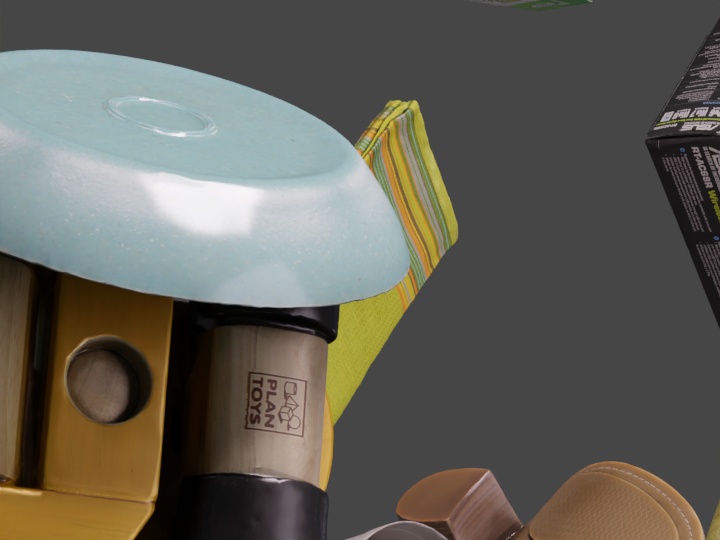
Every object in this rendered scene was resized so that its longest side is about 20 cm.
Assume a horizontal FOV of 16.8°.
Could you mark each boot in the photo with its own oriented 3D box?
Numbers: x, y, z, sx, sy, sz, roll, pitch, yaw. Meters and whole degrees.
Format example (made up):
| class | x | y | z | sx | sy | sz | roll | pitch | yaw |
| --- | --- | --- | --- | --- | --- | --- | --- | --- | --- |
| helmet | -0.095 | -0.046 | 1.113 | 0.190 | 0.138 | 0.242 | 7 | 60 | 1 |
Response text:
| class | x | y | z | sx | sy | sz | roll | pitch | yaw |
| --- | --- | --- | --- | --- | --- | --- | --- | --- | --- |
| boot | 0.117 | 0.171 | 1.172 | 0.074 | 0.200 | 0.155 | -41 | 114 | -26 |

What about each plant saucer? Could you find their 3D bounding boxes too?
| class | x | y | z | sx | sy | sz | roll | pitch | yaw |
| --- | --- | --- | --- | --- | --- | --- | --- | --- | --- |
| plant saucer | -0.075 | -0.041 | 0.878 | 0.200 | 0.200 | 0.036 | -19 | 127 | -61 |

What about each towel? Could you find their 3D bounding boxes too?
| class | x | y | z | sx | sy | sz | roll | pitch | yaw |
| --- | --- | --- | --- | --- | --- | --- | --- | --- | --- |
| towel | 0.000 | 0.000 | 1.185 | 0.200 | 0.018 | 0.086 | -56 | 130 | -50 |

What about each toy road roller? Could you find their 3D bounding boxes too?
| class | x | y | z | sx | sy | sz | roll | pitch | yaw |
| --- | --- | --- | --- | --- | --- | --- | --- | --- | --- |
| toy road roller | -0.106 | 0.057 | 0.908 | 0.200 | 0.146 | 0.123 | 10 | 71 | -21 |

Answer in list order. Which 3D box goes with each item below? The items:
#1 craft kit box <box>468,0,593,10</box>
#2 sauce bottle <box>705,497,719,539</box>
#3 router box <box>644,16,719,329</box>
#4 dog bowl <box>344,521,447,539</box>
| class | x | y | z | sx | sy | sz | roll | pitch | yaw |
| --- | --- | --- | --- | --- | --- | --- | --- | --- | --- |
| craft kit box | 0.061 | -0.247 | 1.327 | 0.197 | 0.048 | 0.200 | -3 | 87 | -59 |
| sauce bottle | 0.235 | 0.202 | 1.515 | 0.065 | 0.065 | 0.200 | 65 | 35 | -28 |
| router box | 0.272 | -0.056 | 1.619 | 0.150 | 0.062 | 0.200 | -55 | 131 | -40 |
| dog bowl | 0.001 | 0.214 | 1.095 | 0.200 | 0.059 | 0.200 | 22 | 65 | -58 |
